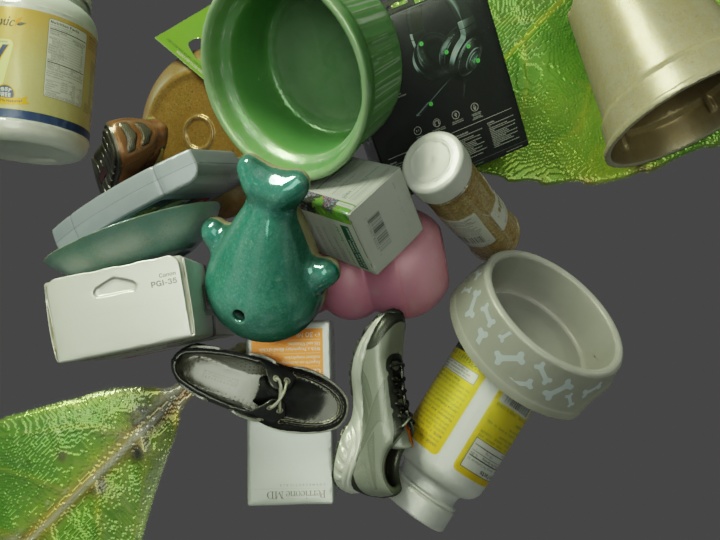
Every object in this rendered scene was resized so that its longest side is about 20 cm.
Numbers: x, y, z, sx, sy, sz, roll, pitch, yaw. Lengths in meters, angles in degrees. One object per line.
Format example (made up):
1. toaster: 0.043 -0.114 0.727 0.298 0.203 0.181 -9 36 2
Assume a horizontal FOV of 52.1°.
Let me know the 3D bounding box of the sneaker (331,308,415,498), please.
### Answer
1. sneaker: 0.028 0.143 0.790 0.078 0.074 0.204 9 90 30

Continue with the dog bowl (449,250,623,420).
1. dog bowl: 0.194 0.060 0.792 0.199 0.200 0.059 35 125 4

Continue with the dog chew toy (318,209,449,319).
1. dog chew toy: 0.000 0.000 0.845 0.196 0.124 0.127 -10 84 9

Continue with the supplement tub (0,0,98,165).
1. supplement tub: -0.385 -0.237 0.862 0.141 0.144 0.204 2 85 2

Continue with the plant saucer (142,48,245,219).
1. plant saucer: -0.184 -0.161 0.871 0.196 0.035 0.205 3 98 18

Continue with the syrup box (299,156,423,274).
1. syrup box: -0.034 -0.072 0.791 0.081 0.198 0.079 -43 128 -23

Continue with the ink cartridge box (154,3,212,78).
1. ink cartridge box: -0.129 -0.314 0.847 0.199 0.076 0.147 -39 61 -19

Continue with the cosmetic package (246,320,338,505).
1. cosmetic package: -0.079 0.160 0.852 0.099 0.071 0.204 -2 85 1

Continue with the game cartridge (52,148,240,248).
1. game cartridge: -0.232 -0.073 0.809 0.198 0.133 0.041 -25 85 20

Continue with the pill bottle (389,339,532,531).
1. pill bottle: 0.111 0.181 0.824 0.110 0.111 0.202 33 86 4

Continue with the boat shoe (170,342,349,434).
1. boat shoe: -0.108 0.125 0.789 0.197 0.060 0.075 20 81 2

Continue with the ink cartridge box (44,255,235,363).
1. ink cartridge box: -0.230 0.046 0.803 0.144 0.200 0.084 -11 85 1

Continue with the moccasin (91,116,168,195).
1. moccasin: -0.257 -0.123 0.830 0.077 0.201 0.075 -18 82 -28

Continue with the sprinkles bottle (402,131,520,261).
1. sprinkles bottle: 0.115 -0.074 0.803 0.067 0.200 0.070 -11 65 26

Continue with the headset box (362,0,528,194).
1. headset box: 0.072 -0.208 0.832 0.172 0.093 0.203 -23 107 -4

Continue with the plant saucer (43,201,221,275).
1. plant saucer: -0.241 -0.024 0.811 0.198 0.201 0.039 -21 90 0

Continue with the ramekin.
1. ramekin: -0.054 -0.202 0.736 0.197 0.098 0.203 17 124 26

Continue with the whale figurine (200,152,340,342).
1. whale figurine: -0.098 -0.012 0.739 0.157 0.202 0.104 20 42 12

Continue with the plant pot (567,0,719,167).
1. plant pot: 0.331 -0.249 0.830 0.197 0.201 0.186 -20 73 0
